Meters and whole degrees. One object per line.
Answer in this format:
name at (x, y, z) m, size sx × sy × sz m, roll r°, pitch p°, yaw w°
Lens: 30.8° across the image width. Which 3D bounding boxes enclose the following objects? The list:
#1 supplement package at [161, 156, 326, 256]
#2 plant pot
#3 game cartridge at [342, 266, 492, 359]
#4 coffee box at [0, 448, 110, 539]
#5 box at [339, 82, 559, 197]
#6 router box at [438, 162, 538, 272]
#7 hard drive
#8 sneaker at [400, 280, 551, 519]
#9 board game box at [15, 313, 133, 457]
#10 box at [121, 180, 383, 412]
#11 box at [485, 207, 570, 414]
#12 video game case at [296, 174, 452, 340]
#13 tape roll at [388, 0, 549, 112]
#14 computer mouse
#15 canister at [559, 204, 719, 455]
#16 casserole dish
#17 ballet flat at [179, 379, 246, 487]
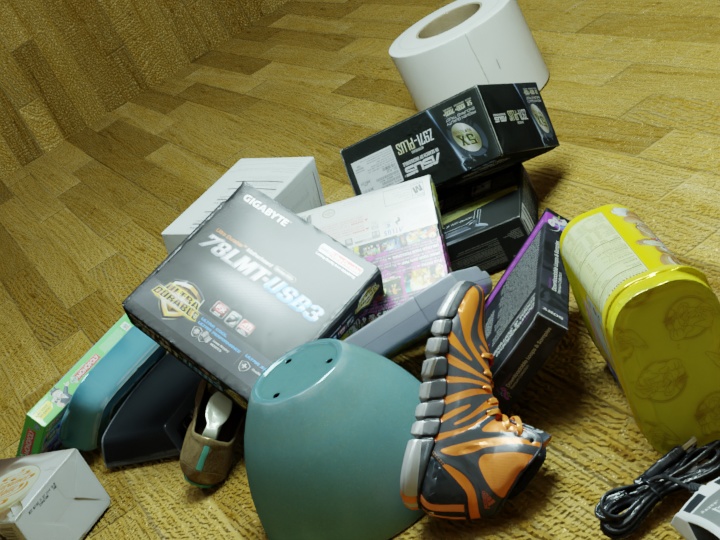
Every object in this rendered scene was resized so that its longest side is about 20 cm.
supplement package at (-0.132, -0.045, 1.568) m, size 0.109 × 0.114 × 0.200 m, roll 1°, pitch 29°, yaw 27°
plant pot at (-0.026, 0.142, 1.169) m, size 0.200 × 0.135 × 0.200 m, roll -25°, pitch 22°, yaw 11°
game cartridge at (0.032, 0.064, 1.295) m, size 0.200 × 0.041 × 0.133 m, roll -34°, pitch -11°, yaw 20°
coffee box at (-0.384, 0.266, 1.410) m, size 0.200 × 0.080 × 0.114 m, roll -12°, pitch 27°, yaw 36°
box at (0.106, -0.144, 1.544) m, size 0.200 × 0.086 × 0.164 m, roll -23°, pitch -4°, yaw 32°
router box at (0.105, -0.039, 1.513) m, size 0.200 × 0.052 × 0.157 m, roll -22°, pitch 22°, yaw 18°
hard drive at (-0.211, 0.144, 1.515) m, size 0.135 × 0.042 × 0.200 m, roll -15°, pitch 26°, yaw 33°
sneaker at (0.107, 0.110, 1.085) m, size 0.112 × 0.078 × 0.200 m, roll 8°, pitch 75°, yaw 16°
board game box at (-0.338, 0.151, 1.577) m, size 0.200 × 0.029 × 0.135 m, roll -50°, pitch -9°, yaw -43°
box at (-0.112, 0.028, 1.376) m, size 0.200 × 0.050 × 0.199 m, roll 34°, pitch 70°, yaw 23°
box at (0.145, 0.047, 1.205) m, size 0.143 × 0.036 × 0.200 m, roll -59°, pitch 5°, yaw 31°
video game case at (0.000, 0.000, 1.431) m, size 0.200 × 0.036 × 0.182 m, roll -17°, pitch 56°, yaw 10°
tape roll at (0.160, -0.309, 1.926) m, size 0.202 × 0.139 × 0.203 m, roll -25°, pitch 21°, yaw 10°
computer mouse at (0.252, 0.171, 0.890) m, size 0.110 × 0.044 × 0.200 m, roll -30°, pitch 15°, yaw -14°
canister at (0.231, 0.040, 1.058) m, size 0.086 × 0.149 × 0.200 m, roll -22°, pitch 20°, yaw 3°
casserole dish at (-0.286, 0.137, 1.554) m, size 0.200 × 0.039 × 0.121 m, roll -52°, pitch -14°, yaw -49°
ballet flat at (-0.147, 0.144, 1.385) m, size 0.068 × 0.072 × 0.200 m, roll 17°, pitch 30°, yaw -1°
